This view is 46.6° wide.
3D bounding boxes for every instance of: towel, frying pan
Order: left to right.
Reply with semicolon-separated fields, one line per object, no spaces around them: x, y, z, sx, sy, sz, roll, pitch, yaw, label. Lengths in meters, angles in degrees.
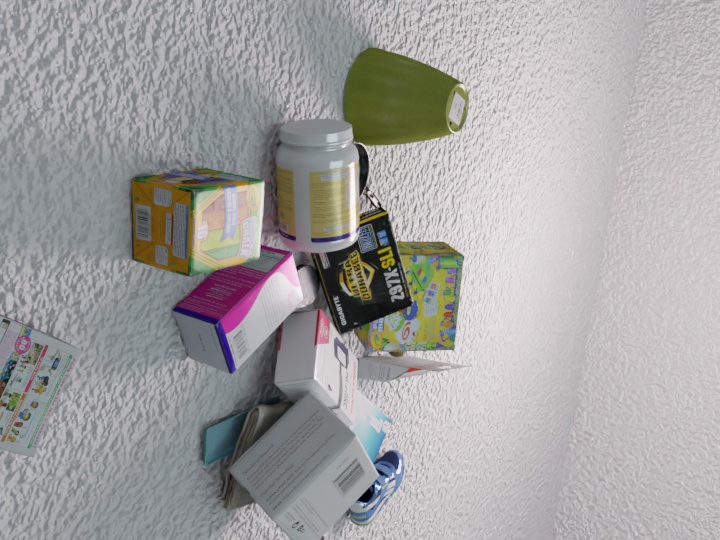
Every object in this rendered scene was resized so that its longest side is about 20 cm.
-0.184;0.332;1.517;0.132;0.034;0.203;7;105;-63;towel
0.001;-0.187;1.650;0.189;0.031;0.117;9;94;-63;frying pan

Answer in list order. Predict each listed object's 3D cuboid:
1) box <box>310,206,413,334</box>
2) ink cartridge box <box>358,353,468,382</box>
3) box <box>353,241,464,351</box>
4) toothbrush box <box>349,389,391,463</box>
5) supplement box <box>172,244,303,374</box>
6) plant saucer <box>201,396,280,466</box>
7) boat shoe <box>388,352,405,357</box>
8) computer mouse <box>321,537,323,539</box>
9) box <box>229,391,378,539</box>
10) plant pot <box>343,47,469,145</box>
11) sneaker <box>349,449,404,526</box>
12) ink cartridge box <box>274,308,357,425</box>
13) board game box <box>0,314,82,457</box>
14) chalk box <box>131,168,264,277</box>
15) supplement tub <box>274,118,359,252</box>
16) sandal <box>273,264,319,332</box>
0.000;0.000;1.584;0.158;0.049;0.202;-21;113;-10;box
0.114;0.220;1.825;0.162;0.198;0.058;2;98;-58;ink cartridge box
0.096;0.051;1.719;0.190;0.122;0.203;1;105;-15;box
-0.030;0.336;1.744;0.148;0.084;0.200;-65;148;-17;toothbrush box
-0.193;0.055;1.356;0.200;0.102;0.102;-45;137;-39;supplement box
-0.212;0.282;1.492;0.199;0.019;0.071;-17;115;-57;plant saucer
0.075;0.090;1.846;0.062;0.073;0.203;5;86;-53;boat shoe
-0.130;0.618;1.725;0.199;0.046;0.143;-7;106;-58;computer mouse
-0.094;0.358;1.480;0.200;0.130;0.200;-43;147;-14;box
0.100;-0.322;1.598;0.186;0.198;0.190;-28;124;-51;plant pot
0.037;0.488;1.926;0.201;0.073;0.083;-54;140;-35;sneaker
-0.078;0.188;1.568;0.201;0.083;0.146;58;29;-50;ink cartridge box
-0.450;0.126;1.001;0.200;0.064;0.149;41;67;-54;board game box
-0.223;-0.078;1.235;0.199;0.123;0.127;-19;118;-54;chalk box
-0.073;-0.147;1.434;0.145;0.144;0.203;-29;126;-51;supplement tub
-0.140;0.047;1.498;0.200;0.042;0.077;-39;125;-47;sandal
